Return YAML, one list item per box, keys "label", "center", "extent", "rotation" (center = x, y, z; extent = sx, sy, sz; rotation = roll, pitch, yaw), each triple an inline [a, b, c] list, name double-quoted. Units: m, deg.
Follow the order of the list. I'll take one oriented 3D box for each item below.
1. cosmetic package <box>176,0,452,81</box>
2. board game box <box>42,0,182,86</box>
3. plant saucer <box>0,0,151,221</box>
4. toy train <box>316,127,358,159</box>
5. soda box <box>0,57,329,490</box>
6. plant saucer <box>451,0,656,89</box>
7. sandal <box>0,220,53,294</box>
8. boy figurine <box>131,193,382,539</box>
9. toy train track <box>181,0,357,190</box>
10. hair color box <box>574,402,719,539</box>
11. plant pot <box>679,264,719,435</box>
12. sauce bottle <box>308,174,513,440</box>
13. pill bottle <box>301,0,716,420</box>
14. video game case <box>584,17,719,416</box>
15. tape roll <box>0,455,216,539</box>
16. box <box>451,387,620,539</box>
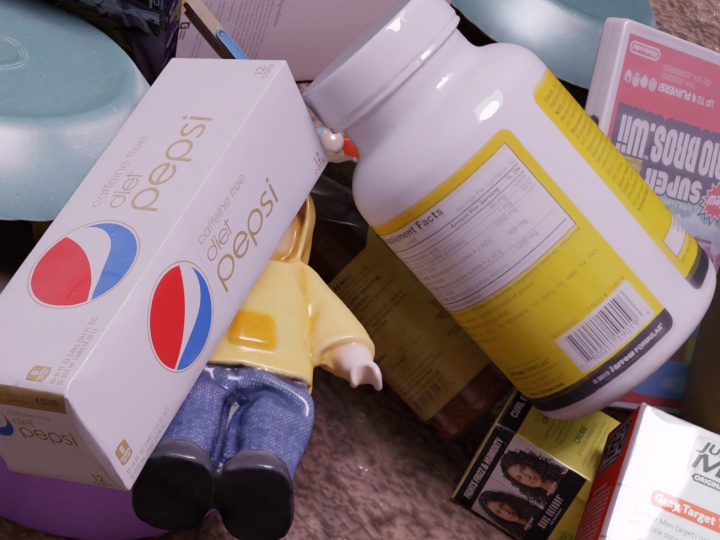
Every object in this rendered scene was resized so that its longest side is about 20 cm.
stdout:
- label: "cosmetic package"
  center: [-0.052, -0.184, 1.032]
  extent: [0.199, 0.085, 0.108]
  rotation: [-6, 52, -29]
- label: "board game box"
  center: [-0.157, -0.138, 0.870]
  extent: [0.119, 0.200, 0.032]
  rotation: [24, 73, -2]
- label: "plant saucer"
  center: [-0.181, -0.092, 0.767]
  extent: [0.199, 0.036, 0.200]
  rotation: [15, 29, -8]
- label: "toy train"
  center: [0.074, -0.055, 0.953]
  extent: [0.199, 0.056, 0.150]
  rotation: [5, 8, 36]
- label: "soda box"
  center: [-0.090, -0.005, 0.701]
  extent: [0.068, 0.064, 0.201]
  rotation: [5, 49, 30]
- label: "plant saucer"
  center: [0.132, -0.200, 1.126]
  extent: [0.199, 0.036, 0.201]
  rotation: [23, 33, -16]
- label: "sandal"
  center: [-0.143, -0.039, 0.783]
  extent: [0.080, 0.054, 0.201]
  rotation: [21, 44, -3]
- label: "boy figurine"
  center: [-0.049, 0.029, 0.751]
  extent: [0.123, 0.065, 0.201]
  rotation: [10, 47, -1]
- label: "toy train track"
  center: [-0.054, -0.081, 0.907]
  extent: [0.033, 0.115, 0.200]
  rotation: [-44, 112, -11]
- label: "hair color box"
  center: [0.135, 0.174, 0.728]
  extent: [0.101, 0.061, 0.201]
  rotation: [22, 70, 1]
- label: "plant pot"
  center: [0.247, 0.061, 0.842]
  extent: [0.186, 0.201, 0.188]
  rotation: [11, 45, -12]
- label: "sauce bottle"
  center: [0.000, 0.000, 0.863]
  extent: [0.200, 0.066, 0.066]
  rotation: [46, 46, 0]
- label: "pill bottle"
  center: [0.067, -0.035, 0.769]
  extent: [0.200, 0.112, 0.112]
  rotation: [48, 43, -9]
- label: "video game case"
  center: [0.162, -0.023, 0.886]
  extent: [0.142, 0.201, 0.017]
  rotation: [10, 4, -41]
- label: "tape roll"
  center: [-0.129, 0.032, 0.807]
  extent: [0.199, 0.066, 0.201]
  rotation: [12, 46, -12]
- label: "box"
  center: [0.150, 0.135, 0.822]
  extent: [0.199, 0.075, 0.050]
  rotation: [32, 46, 6]
